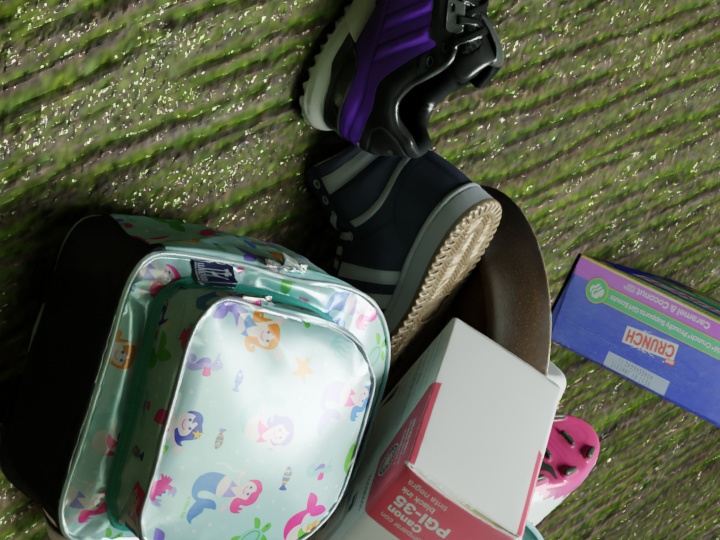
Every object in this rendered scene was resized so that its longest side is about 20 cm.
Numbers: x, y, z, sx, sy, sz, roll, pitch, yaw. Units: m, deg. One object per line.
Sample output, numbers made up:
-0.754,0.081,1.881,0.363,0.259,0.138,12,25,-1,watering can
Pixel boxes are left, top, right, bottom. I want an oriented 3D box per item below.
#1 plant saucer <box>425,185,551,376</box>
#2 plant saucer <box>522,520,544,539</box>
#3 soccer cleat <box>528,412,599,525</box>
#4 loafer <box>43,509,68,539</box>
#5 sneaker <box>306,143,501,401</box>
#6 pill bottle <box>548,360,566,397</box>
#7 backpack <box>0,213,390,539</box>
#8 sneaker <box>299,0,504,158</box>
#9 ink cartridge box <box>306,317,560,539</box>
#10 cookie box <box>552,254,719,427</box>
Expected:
0.054,0.045,1.456,0.032,0.200,0.202,6,114,-28,plant saucer
0.035,0.228,1.538,0.198,0.036,0.202,-14,125,-20,plant saucer
0.103,0.180,1.762,0.199,0.070,0.087,-33,157,-35,soccer cleat
-0.107,0.090,1.359,0.200,0.072,0.063,-37,136,-29,loafer
0.000,0.000,1.422,0.070,0.109,0.201,-14,143,-53,sneaker
0.054,0.139,1.593,0.111,0.111,0.201,10,107,-58,pill bottle
-0.076,0.068,1.261,0.199,0.150,0.179,9,102,-45,backpack
0.049,-0.156,1.339,0.069,0.099,0.201,5,113,-59,sneaker
0.022,0.150,1.346,0.200,0.082,0.147,-51,-170,35,ink cartridge box
0.264,0.063,1.786,0.199,0.170,0.076,12,104,-59,cookie box
